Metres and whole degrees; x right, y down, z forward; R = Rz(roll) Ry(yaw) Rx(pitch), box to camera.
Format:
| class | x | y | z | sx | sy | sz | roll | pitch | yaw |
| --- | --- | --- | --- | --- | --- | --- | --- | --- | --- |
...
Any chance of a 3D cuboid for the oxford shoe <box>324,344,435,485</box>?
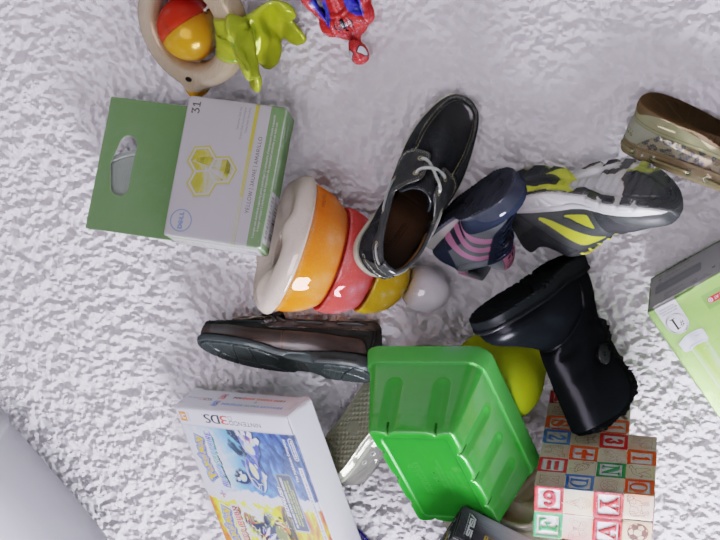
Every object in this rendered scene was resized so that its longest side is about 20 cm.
| class | x | y | z | sx | sy | sz | roll | pitch | yaw |
| --- | --- | --- | --- | --- | --- | --- | --- | --- | --- |
| oxford shoe | 0.028 | 0.157 | 1.753 | 0.058 | 0.075 | 0.200 | 21 | 116 | -44 |

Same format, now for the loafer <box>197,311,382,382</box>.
| class | x | y | z | sx | sy | sz | roll | pitch | yaw |
| --- | --- | --- | --- | --- | --- | --- | --- | --- | --- |
| loafer | -0.073 | 0.073 | 1.742 | 0.199 | 0.063 | 0.072 | 10 | 157 | 10 |

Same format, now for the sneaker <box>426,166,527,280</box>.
| class | x | y | z | sx | sy | sz | roll | pitch | yaw |
| --- | --- | --- | --- | --- | --- | --- | --- | --- | --- |
| sneaker | 0.130 | -0.042 | 1.586 | 0.082 | 0.200 | 0.070 | 40 | 72 | -6 |

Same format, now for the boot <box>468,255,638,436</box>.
| class | x | y | z | sx | sy | sz | roll | pitch | yaw |
| --- | --- | --- | --- | --- | --- | --- | --- | --- | --- |
| boot | 0.197 | 0.085 | 1.591 | 0.076 | 0.200 | 0.169 | -19 | 96 | 35 |

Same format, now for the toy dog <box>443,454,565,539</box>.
| class | x | y | z | sx | sy | sz | roll | pitch | yaw |
| --- | --- | --- | --- | --- | --- | --- | --- | --- | --- |
| toy dog | 0.153 | 0.314 | 1.748 | 0.193 | 0.140 | 0.201 | 4 | 115 | 26 |

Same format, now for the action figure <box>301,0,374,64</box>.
| class | x | y | z | sx | sy | sz | roll | pitch | yaw |
| --- | --- | --- | --- | --- | --- | --- | --- | --- | --- |
| action figure | -0.037 | -0.290 | 1.572 | 0.065 | 0.052 | 0.201 | -20 | 110 | 16 |

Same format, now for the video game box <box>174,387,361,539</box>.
| class | x | y | z | sx | sy | sz | roll | pitch | yaw |
| --- | --- | --- | --- | --- | --- | --- | --- | --- | --- |
| video game box | -0.100 | 0.228 | 1.777 | 0.182 | 0.047 | 0.201 | 1 | 117 | 45 |

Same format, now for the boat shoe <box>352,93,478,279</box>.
| class | x | y | z | sx | sy | sz | roll | pitch | yaw |
| --- | --- | --- | --- | --- | --- | --- | --- | --- | --- |
| boat shoe | 0.064 | -0.082 | 1.590 | 0.072 | 0.068 | 0.201 | 30 | 83 | -11 |

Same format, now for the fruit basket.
| class | x | y | z | sx | sy | sz | roll | pitch | yaw |
| --- | --- | --- | --- | --- | --- | --- | --- | --- | --- |
| fruit basket | 0.109 | 0.130 | 1.656 | 0.155 | 0.216 | 0.217 | -1 | 114 | 26 |

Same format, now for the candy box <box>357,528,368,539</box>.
| class | x | y | z | sx | sy | sz | roll | pitch | yaw |
| --- | --- | --- | --- | --- | --- | --- | --- | --- | --- |
| candy box | -0.006 | 0.422 | 1.864 | 0.169 | 0.077 | 0.200 | -36 | 101 | 23 |

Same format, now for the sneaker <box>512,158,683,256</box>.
| class | x | y | z | sx | sy | sz | roll | pitch | yaw |
| --- | --- | --- | --- | --- | --- | --- | --- | --- | --- |
| sneaker | 0.229 | -0.057 | 1.589 | 0.199 | 0.075 | 0.085 | 6 | 132 | 39 |

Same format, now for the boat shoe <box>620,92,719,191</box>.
| class | x | y | z | sx | sy | sz | roll | pitch | yaw |
| --- | --- | --- | --- | --- | --- | --- | --- | --- | --- |
| boat shoe | 0.348 | -0.101 | 1.558 | 0.199 | 0.073 | 0.063 | 30 | 124 | 11 |

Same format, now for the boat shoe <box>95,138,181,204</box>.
| class | x | y | z | sx | sy | sz | roll | pitch | yaw |
| --- | --- | --- | --- | --- | --- | --- | --- | --- | --- |
| boat shoe | -0.171 | -0.102 | 1.679 | 0.199 | 0.060 | 0.076 | -3 | 79 | 11 |

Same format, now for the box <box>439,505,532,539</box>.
| class | x | y | z | sx | sy | sz | roll | pitch | yaw |
| --- | --- | --- | --- | --- | --- | --- | --- | --- | --- |
| box | 0.130 | 0.348 | 1.671 | 0.158 | 0.048 | 0.200 | 28 | 131 | -2 |

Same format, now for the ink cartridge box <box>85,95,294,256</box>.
| class | x | y | z | sx | sy | sz | roll | pitch | yaw |
| --- | --- | --- | --- | --- | --- | --- | --- | --- | --- |
| ink cartridge box | -0.176 | -0.100 | 1.625 | 0.199 | 0.048 | 0.146 | 9 | 82 | 11 |

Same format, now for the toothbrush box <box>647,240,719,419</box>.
| class | x | y | z | sx | sy | sz | roll | pitch | yaw |
| --- | --- | --- | --- | --- | --- | --- | --- | --- | --- |
| toothbrush box | 0.397 | 0.068 | 1.608 | 0.145 | 0.086 | 0.200 | -32 | 103 | 23 |

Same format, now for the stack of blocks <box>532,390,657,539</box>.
| class | x | y | z | sx | sy | sz | roll | pitch | yaw |
| --- | --- | --- | --- | --- | --- | --- | --- | --- | --- |
| stack of blocks | 0.239 | 0.195 | 1.637 | 0.114 | 0.200 | 0.059 | 3 | 114 | 9 |

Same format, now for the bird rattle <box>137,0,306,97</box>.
| class | x | y | z | sx | sy | sz | roll | pitch | yaw |
| --- | --- | --- | --- | --- | --- | --- | --- | --- | --- |
| bird rattle | -0.162 | -0.253 | 1.591 | 0.200 | 0.113 | 0.163 | 47 | 132 | -7 |

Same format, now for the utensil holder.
| class | x | y | z | sx | sy | sz | roll | pitch | yaw |
| --- | --- | --- | --- | --- | --- | --- | --- | --- | --- |
| utensil holder | -0.409 | 0.284 | 1.848 | 0.170 | 0.170 | 0.200 | -33 | 106 | 23 |

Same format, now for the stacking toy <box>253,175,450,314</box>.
| class | x | y | z | sx | sy | sz | roll | pitch | yaw |
| --- | --- | --- | --- | --- | --- | --- | --- | --- | --- |
| stacking toy | 0.000 | 0.000 | 1.661 | 0.199 | 0.146 | 0.147 | 19 | 117 | -13 |
